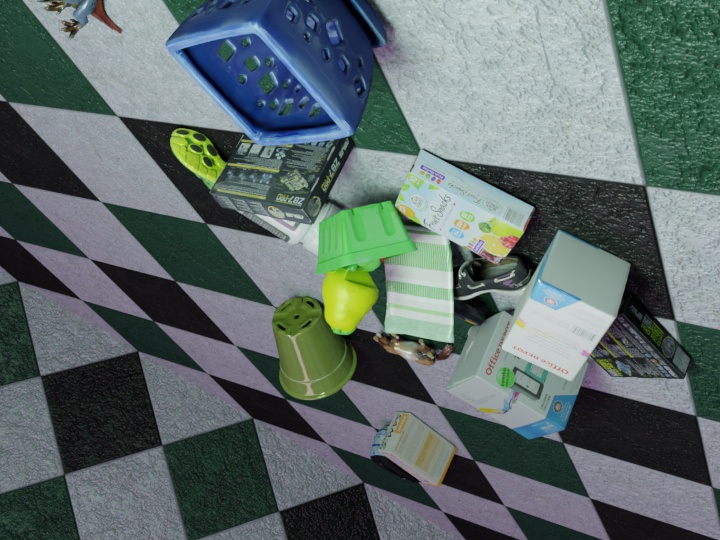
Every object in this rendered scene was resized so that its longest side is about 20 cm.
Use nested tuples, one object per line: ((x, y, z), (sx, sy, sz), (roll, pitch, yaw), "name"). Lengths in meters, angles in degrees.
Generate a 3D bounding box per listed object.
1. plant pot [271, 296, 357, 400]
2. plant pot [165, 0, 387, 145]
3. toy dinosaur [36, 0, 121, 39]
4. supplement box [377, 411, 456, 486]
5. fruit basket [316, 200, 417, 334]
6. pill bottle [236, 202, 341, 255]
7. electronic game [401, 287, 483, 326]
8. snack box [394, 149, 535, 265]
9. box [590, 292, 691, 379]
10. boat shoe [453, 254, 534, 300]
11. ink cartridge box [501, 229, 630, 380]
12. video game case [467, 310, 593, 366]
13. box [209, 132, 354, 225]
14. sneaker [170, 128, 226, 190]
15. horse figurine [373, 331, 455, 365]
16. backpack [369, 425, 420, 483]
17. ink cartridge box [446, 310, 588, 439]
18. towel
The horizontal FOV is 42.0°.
((-0.126, 0.167, 2.223), (0.198, 0.201, 0.191), (13, 140, 31), "plant pot")
((-0.093, -0.294, 1.200), (0.199, 0.181, 0.200), (1, 145, 45), "plant pot")
((-0.428, -0.450, 1.428), (0.181, 0.199, 0.106), (-38, 78, 40), "toy dinosaur")
((0.161, 0.502, 2.637), (0.200, 0.127, 0.073), (40, 156, -24), "supplement box")
((0.000, 0.000, 1.585), (0.154, 0.218, 0.216), (-12, 164, -17), "fruit basket")
((-0.136, -0.118, 1.696), (0.199, 0.114, 0.113), (33, 157, -10), "pill bottle")
((0.140, 0.059, 1.778), (0.198, 0.042, 0.200), (25, 179, 0), "electronic game")
((0.160, -0.097, 1.488), (0.198, 0.053, 0.142), (28, 157, 2), "snack box")
((0.449, 0.116, 1.621), (0.200, 0.045, 0.159), (41, 155, -27), "box")
((0.208, 0.008, 1.628), (0.199, 0.074, 0.060), (1, 145, 43), "boat shoe")
((0.318, 0.065, 1.487), (0.127, 0.126, 0.201), (26, 139, 5), "ink cartridge box")
((0.330, 0.149, 1.847), (0.181, 0.024, 0.200), (34, 156, -12), "video game case")
((-0.129, -0.166, 1.530), (0.198, 0.162, 0.049), (11, 153, 32), "box")
((-0.284, -0.186, 1.770), (0.200, 0.075, 0.083), (39, 151, -25), "sneaker")
((0.115, 0.174, 2.095), (0.198, 0.050, 0.133), (13, 166, 17), "horse figurine")
((0.120, 0.544, 2.774), (0.198, 0.156, 0.163), (15, 167, -29), "backpack")
((0.295, 0.200, 1.779), (0.199, 0.148, 0.146), (30, 157, -8), "ink cartridge box")
((0.100, 0.020, 1.666), (0.151, 0.203, 0.023), (6, -168, 40), "towel")
